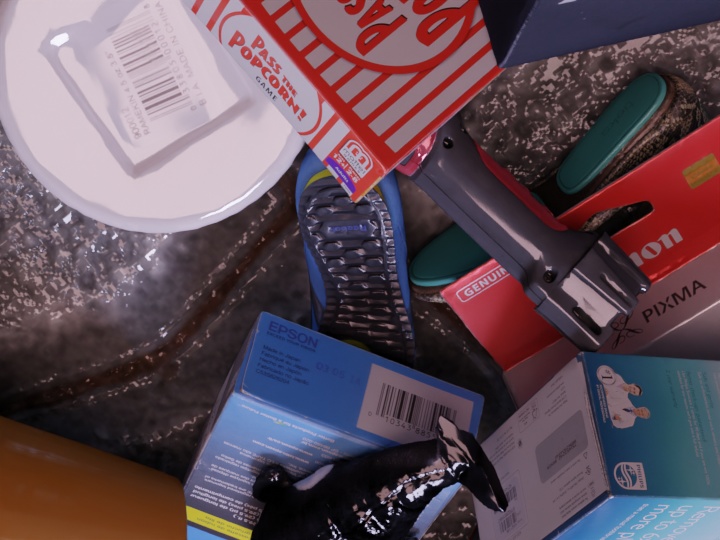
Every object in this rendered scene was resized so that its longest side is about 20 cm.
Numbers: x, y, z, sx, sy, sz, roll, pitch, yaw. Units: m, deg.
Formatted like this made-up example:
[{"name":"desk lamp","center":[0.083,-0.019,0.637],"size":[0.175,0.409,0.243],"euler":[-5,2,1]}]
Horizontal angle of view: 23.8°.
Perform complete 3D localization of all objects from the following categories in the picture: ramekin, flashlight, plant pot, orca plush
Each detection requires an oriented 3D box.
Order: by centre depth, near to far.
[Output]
[{"name":"flashlight","center":[0.070,-0.047,0.919],"size":[0.200,0.068,0.068],"euler":[43,93,2]},{"name":"ramekin","center":[-0.109,-0.119,0.943],"size":[0.198,0.098,0.203],"euler":[0,110,0]},{"name":"orca plush","center":[-0.001,0.157,0.958],"size":[0.199,0.072,0.105],"euler":[-20,130,35]},{"name":"plant pot","center":[-0.203,0.175,1.006],"size":[0.181,0.200,0.202],"euler":[9,110,-16]}]

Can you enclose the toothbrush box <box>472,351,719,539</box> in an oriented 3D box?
[{"name":"toothbrush box","center":[0.181,0.117,0.956],"size":[0.198,0.086,0.147],"euler":[4,150,-24]}]

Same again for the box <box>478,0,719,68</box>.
[{"name":"box","center":[0.140,-0.227,0.832],"size":[0.194,0.117,0.202],"euler":[-13,79,-9]}]

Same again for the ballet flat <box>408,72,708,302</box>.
[{"name":"ballet flat","center":[0.123,-0.029,0.995],"size":[0.199,0.068,0.075],"euler":[-39,121,11]}]

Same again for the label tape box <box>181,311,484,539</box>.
[{"name":"label tape box","center":[-0.030,0.124,1.035],"size":[0.143,0.064,0.201],"euler":[21,141,-7]}]

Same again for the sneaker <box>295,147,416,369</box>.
[{"name":"sneaker","center":[0.000,0.000,1.007],"size":[0.065,0.079,0.202],"euler":[0,129,6]}]

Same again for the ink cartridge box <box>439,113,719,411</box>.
[{"name":"ink cartridge box","center":[0.170,0.023,0.983],"size":[0.199,0.045,0.176],"euler":[-32,134,11]}]

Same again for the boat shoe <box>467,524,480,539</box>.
[{"name":"boat shoe","center":[0.088,0.198,0.999],"size":[0.070,0.201,0.063],"euler":[18,130,4]}]

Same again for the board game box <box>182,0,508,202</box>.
[{"name":"board game box","center":[0.021,-0.155,0.879],"size":[0.152,0.046,0.200],"euler":[48,63,-1]}]
